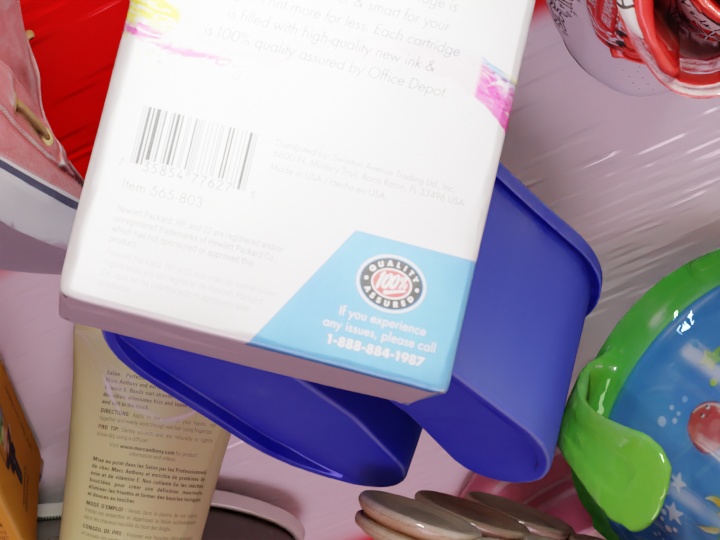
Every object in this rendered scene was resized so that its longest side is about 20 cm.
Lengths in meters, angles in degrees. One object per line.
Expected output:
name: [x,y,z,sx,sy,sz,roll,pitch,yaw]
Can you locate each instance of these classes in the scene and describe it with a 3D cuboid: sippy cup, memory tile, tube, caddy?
sippy cup: [0.169,0.078,0.790,0.177,0.130,0.140,-28,127,-16]
memory tile: [0.106,0.127,0.801,0.199,0.017,0.153,20,-176,26]
tube: [-0.096,0.119,0.868,0.058,0.052,0.202,-9,114,-54]
caddy: [0.000,0.000,0.746,0.141,0.106,0.200,-7,150,36]

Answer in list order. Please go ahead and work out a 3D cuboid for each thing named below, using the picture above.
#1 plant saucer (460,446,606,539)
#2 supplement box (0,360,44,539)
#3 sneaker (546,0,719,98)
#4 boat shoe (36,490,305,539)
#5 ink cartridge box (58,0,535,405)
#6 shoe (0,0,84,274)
plant saucer: [0.142,0.129,0.951,0.199,0.051,0.201,-3,140,-2]
supplement box: [-0.178,0.046,0.815,0.068,0.067,0.201,-8,139,6]
sneaker: [0.094,-0.085,0.632,0.067,0.109,0.202,-1,149,-2]
boat shoe: [-0.124,0.137,0.930,0.200,0.061,0.072,0,140,-4]
ink cartridge box: [-0.011,-0.072,0.624,0.114,0.202,0.068,14,172,-6]
shoe: [-0.126,-0.054,0.699,0.071,0.092,0.200,3,171,11]
